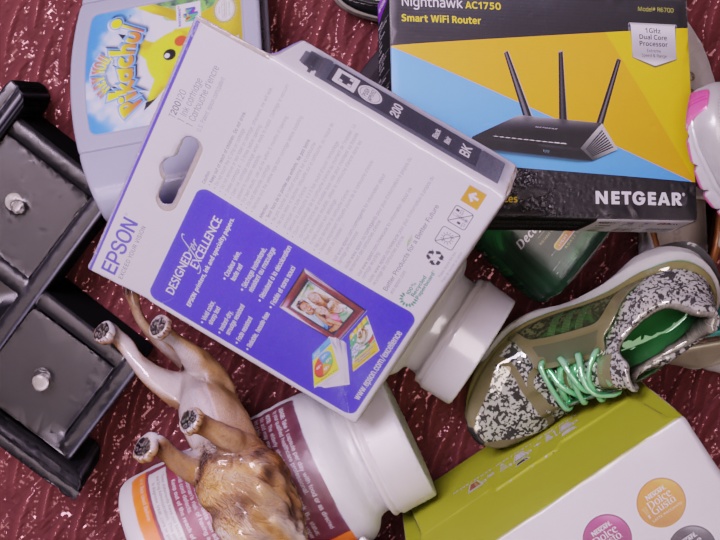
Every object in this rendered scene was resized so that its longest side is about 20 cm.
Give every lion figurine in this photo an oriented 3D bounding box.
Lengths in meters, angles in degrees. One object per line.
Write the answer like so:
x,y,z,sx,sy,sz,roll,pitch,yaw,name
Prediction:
-0.096,0.097,0.851,0.072,0.201,0.122,-35,135,16,lion figurine

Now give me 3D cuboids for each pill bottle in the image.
0.000,0.000,0.897,0.199,0.112,0.113,34,95,4,pill bottle
-0.055,0.156,0.925,0.199,0.114,0.115,-26,97,2,pill bottle

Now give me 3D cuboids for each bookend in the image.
-0.211,0.011,0.915,0.199,0.092,0.199,39,94,-6,bookend

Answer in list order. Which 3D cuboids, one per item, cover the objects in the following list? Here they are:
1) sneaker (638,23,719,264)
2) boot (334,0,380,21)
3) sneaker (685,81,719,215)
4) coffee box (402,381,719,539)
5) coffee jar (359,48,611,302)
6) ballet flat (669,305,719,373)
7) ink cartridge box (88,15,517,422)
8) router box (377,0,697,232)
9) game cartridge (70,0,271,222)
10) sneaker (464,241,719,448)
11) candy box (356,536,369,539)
0.222,-0.085,0.919,0.072,0.085,0.202,-9,95,1,sneaker
0.081,-0.212,0.862,0.201,0.154,0.074,-3,89,-3,boot
0.291,-0.063,0.856,0.199,0.088,0.082,30,56,-25,sneaker
0.161,0.208,0.892,0.199,0.200,0.199,-34,95,3,coffee box
0.080,-0.076,0.915,0.199,0.085,0.105,38,92,-5,coffee jar
0.280,0.039,0.948,0.198,0.069,0.070,-18,97,0,ballet flat
-0.040,-0.030,0.794,0.199,0.044,0.199,30,124,-4,ink cartridge box
0.111,-0.102,0.850,0.198,0.051,0.151,0,82,-11,router box
-0.123,-0.129,0.873,0.132,0.041,0.202,-11,63,11,game cartridge
0.152,0.058,0.874,0.199,0.089,0.077,-37,104,13,sneaker
-0.060,0.263,0.922,0.199,0.136,0.061,-28,68,2,candy box
